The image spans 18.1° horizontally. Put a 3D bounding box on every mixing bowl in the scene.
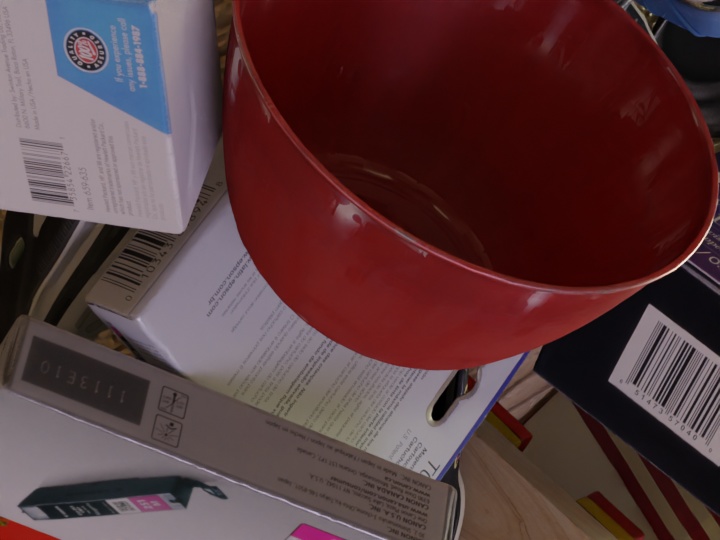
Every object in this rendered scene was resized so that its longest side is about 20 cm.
[{"bbox_3d":[0.025,-0.036,0.867,0.200,0.200,0.108,0,140,-31],"label":"mixing bowl"}]

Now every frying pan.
[{"bbox_3d":[0.167,-0.084,1.098,0.115,0.031,0.190,7,131,-33],"label":"frying pan"}]

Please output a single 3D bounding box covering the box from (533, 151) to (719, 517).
[{"bbox_3d":[0.206,0.022,1.092,0.200,0.148,0.105,-28,148,-49],"label":"box"}]

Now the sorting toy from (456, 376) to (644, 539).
[{"bbox_3d":[0.041,0.161,1.169,0.070,0.200,0.199,-16,142,-55],"label":"sorting toy"}]

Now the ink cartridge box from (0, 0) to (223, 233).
[{"bbox_3d":[-0.156,-0.087,0.832,0.199,0.067,0.116,9,139,10],"label":"ink cartridge box"}]

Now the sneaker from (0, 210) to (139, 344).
[{"bbox_3d":[-0.116,0.020,1.005,0.115,0.076,0.201,14,122,-38],"label":"sneaker"}]

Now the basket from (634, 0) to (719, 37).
[{"bbox_3d":[0.163,-0.149,0.919,0.139,0.176,0.200,-32,121,1],"label":"basket"}]

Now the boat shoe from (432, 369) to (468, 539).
[{"bbox_3d":[0.015,0.078,1.088,0.063,0.073,0.202,-18,119,-72],"label":"boat shoe"}]

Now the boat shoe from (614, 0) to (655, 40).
[{"bbox_3d":[0.081,-0.108,0.985,0.075,0.062,0.200,-37,135,8],"label":"boat shoe"}]

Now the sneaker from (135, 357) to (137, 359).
[{"bbox_3d":[-0.073,0.076,1.084,0.081,0.074,0.200,-20,153,1],"label":"sneaker"}]

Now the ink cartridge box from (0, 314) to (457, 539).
[{"bbox_3d":[-0.086,0.112,0.967,0.200,0.044,0.174,23,139,-15],"label":"ink cartridge box"}]

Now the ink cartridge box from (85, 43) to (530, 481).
[{"bbox_3d":[0.000,0.000,0.990,0.197,0.043,0.200,-53,133,-18],"label":"ink cartridge box"}]

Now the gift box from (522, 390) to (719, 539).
[{"bbox_3d":[0.215,0.121,1.226,0.184,0.187,0.200,18,123,-43],"label":"gift box"}]
